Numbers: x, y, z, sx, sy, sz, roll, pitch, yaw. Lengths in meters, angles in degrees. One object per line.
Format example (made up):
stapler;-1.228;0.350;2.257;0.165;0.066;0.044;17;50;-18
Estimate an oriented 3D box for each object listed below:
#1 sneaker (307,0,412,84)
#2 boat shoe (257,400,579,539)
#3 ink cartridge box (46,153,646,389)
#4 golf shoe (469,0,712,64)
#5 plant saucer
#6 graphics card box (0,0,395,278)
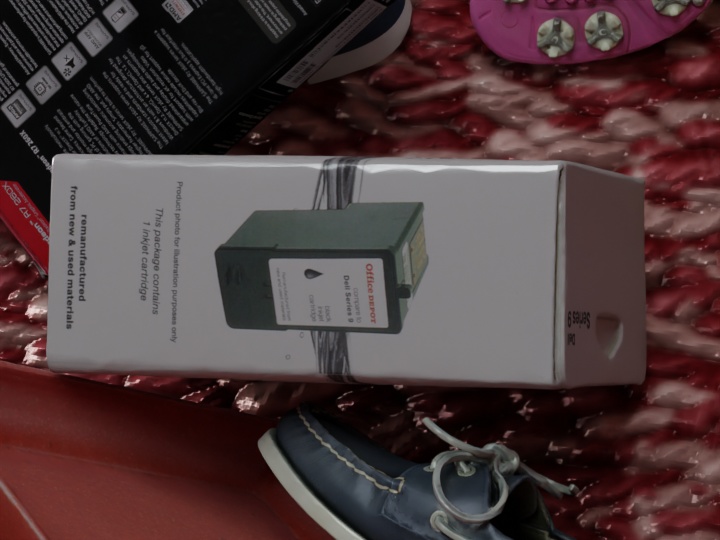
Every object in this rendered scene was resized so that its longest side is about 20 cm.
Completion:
sneaker;-0.079;-0.113;1.261;0.199;0.081;0.077;-24;50;-1
boat shoe;0.049;0.098;1.029;0.200;0.075;0.062;36;104;31
ink cartridge box;0.000;0.000;1.088;0.199;0.146;0.085;2;90;17
golf shoe;0.140;-0.152;1.244;0.199;0.076;0.092;-27;8;11
plant saucer;-0.053;0.106;1.015;0.200;0.199;0.037;44;111;44
graphics card box;-0.089;-0.106;1.201;0.200;0.051;0.126;-42;76;12
